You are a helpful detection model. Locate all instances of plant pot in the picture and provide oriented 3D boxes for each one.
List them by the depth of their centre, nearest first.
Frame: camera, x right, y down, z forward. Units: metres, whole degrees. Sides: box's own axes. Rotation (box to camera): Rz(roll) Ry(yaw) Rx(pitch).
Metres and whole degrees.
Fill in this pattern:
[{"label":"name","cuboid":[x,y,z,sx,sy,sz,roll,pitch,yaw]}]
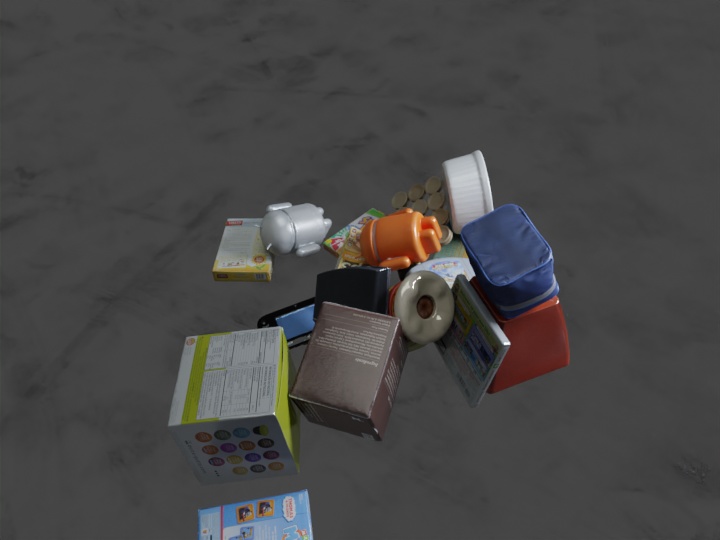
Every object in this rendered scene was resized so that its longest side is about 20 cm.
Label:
[{"label":"plant pot","cuboid":[0.312,0.099,1.369,0.198,0.178,0.201,-17,46,-12]}]

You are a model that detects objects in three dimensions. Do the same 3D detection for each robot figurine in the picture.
[{"label":"robot figurine","cuboid":[0.084,-0.069,1.502,0.198,0.116,0.146,-9,85,22]},{"label":"robot figurine","cuboid":[-0.168,-0.102,1.637,0.199,0.113,0.170,-18,58,-40]}]

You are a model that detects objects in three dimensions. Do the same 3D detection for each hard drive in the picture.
[{"label":"hard drive","cuboid":[-0.024,0.056,1.389,0.198,0.042,0.137,-4,77,44]}]

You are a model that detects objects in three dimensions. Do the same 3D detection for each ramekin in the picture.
[{"label":"ramekin","cuboid":[0.260,-0.186,1.617,0.096,0.202,0.202,-9,44,5]}]

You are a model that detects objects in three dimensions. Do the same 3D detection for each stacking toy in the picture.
[{"label":"stacking toy","cuboid":[0.090,0.077,1.392,0.145,0.147,0.199,-34,14,-26]}]

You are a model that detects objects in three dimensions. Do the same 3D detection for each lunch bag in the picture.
[{"label":"lunch bag","cuboid":[0.284,-0.018,1.273,0.135,0.133,0.201,-25,47,3]}]

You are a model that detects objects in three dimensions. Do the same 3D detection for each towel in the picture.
[{"label":"towel","cuboid":[0.263,-0.058,1.641,0.145,0.022,0.201,10,48,15]}]

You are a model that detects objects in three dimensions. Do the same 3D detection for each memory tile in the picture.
[{"label":"memory tile","cuboid":[0.153,-0.133,1.655,0.152,0.017,0.202,-23,55,27]}]

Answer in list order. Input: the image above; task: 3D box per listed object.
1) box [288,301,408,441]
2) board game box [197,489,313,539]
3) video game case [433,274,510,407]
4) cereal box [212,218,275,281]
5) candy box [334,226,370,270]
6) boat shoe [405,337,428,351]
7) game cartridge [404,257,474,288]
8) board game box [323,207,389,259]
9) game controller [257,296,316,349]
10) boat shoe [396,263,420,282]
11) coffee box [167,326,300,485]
[{"label":"box","cuboid":[-0.015,0.196,1.278,0.162,0.166,0.202,12,64,16]},{"label":"board game box","cuboid":[-0.181,0.474,1.141,0.197,0.037,0.152,-10,45,-3]},{"label":"video game case","cuboid":[0.217,0.141,1.335,0.022,0.184,0.201,-2,41,-24]},{"label":"cereal box","cuboid":[-0.286,-0.055,1.676,0.142,0.040,0.201,1,44,5]},{"label":"candy box","cuboid":[0.000,0.000,1.555,0.114,0.056,0.201,24,46,-7]},{"label":"boat shoe","cuboid":[0.060,0.156,1.416,0.198,0.064,0.073,-20,46,-14]},{"label":"game cartridge","cuboid":[0.203,0.032,1.489,0.198,0.042,0.134,-8,60,-30]},{"label":"board game box","cuboid":[0.008,-0.093,1.697,0.199,0.030,0.095,-35,53,-30]},{"label":"game controller","cuboid":[-0.130,0.119,1.487,0.198,0.042,0.105,-20,47,-14]},{"label":"boat shoe","cuboid":[0.114,-0.022,1.581,0.071,0.076,0.202,-14,54,14]},{"label":"coffee box","cuboid":[-0.223,0.254,1.241,0.195,0.201,0.201,-7,43,4]}]
